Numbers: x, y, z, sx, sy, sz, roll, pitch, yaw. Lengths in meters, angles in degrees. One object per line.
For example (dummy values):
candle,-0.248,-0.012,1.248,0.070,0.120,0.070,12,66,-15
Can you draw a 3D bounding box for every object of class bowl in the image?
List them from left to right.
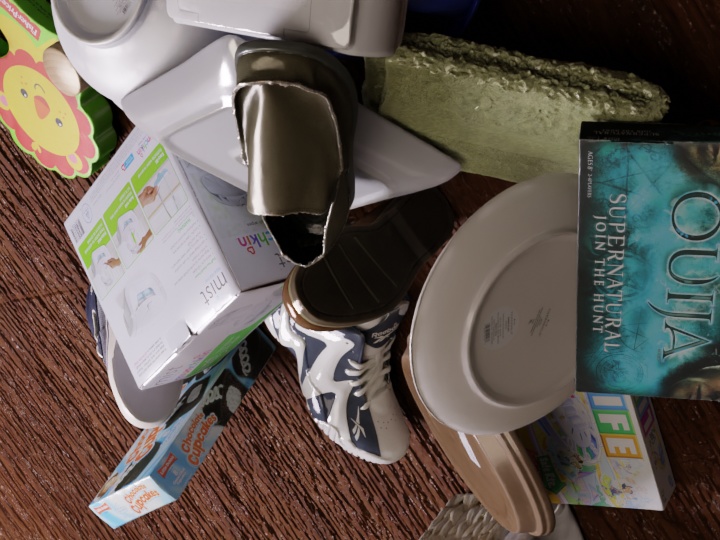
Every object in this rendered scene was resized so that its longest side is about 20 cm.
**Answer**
bowl,-0.170,-0.214,0.895,0.199,0.090,0.204,2,94,32

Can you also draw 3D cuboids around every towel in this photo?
towel,0.097,-0.105,0.794,0.198,0.037,0.149,12,162,4

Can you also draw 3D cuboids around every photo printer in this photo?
photo printer,-0.039,-0.241,0.716,0.165,0.069,0.202,16,107,33

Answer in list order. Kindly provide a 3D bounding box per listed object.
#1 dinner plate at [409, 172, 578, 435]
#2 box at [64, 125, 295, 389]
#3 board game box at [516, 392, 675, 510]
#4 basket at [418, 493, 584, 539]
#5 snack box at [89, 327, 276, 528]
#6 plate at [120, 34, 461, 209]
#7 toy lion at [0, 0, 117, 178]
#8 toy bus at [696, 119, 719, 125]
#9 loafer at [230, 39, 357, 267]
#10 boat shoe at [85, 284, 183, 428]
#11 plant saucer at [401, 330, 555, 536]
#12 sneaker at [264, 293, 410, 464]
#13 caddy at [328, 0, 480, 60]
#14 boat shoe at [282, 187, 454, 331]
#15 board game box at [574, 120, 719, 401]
dinner plate,0.121,0.030,0.821,0.024,0.199,0.202,38,143,51
box,-0.153,-0.021,1.029,0.200,0.096,0.178,-41,72,44
board game box,0.167,0.102,0.966,0.133,0.034,0.202,-4,117,37
basket,0.135,0.312,1.064,0.123,0.136,0.201,-7,115,40
snack box,-0.165,0.145,1.116,0.037,0.201,0.116,45,135,-14
plate,-0.058,-0.088,0.860,0.199,0.033,0.199,26,161,-28
toy lion,-0.302,-0.185,1.092,0.200,0.069,0.192,43,142,3
toy bus,0.232,-0.002,0.828,0.078,0.065,0.202,18,128,21
loafer,-0.038,-0.068,0.748,0.074,0.070,0.201,2,151,11
boat shoe,-0.224,0.073,1.152,0.093,0.074,0.202,128,138,-50
plant saucer,0.090,0.135,0.969,0.201,0.029,0.200,56,169,16
sneaker,0.006,0.076,1.030,0.129,0.079,0.201,-24,94,52
caddy,0.001,-0.235,0.800,0.141,0.105,0.202,-28,84,36
boat shoe,0.000,0.000,0.898,0.068,0.200,0.072,-31,91,41
board game box,0.208,-0.001,0.768,0.134,0.028,0.202,3,125,14
